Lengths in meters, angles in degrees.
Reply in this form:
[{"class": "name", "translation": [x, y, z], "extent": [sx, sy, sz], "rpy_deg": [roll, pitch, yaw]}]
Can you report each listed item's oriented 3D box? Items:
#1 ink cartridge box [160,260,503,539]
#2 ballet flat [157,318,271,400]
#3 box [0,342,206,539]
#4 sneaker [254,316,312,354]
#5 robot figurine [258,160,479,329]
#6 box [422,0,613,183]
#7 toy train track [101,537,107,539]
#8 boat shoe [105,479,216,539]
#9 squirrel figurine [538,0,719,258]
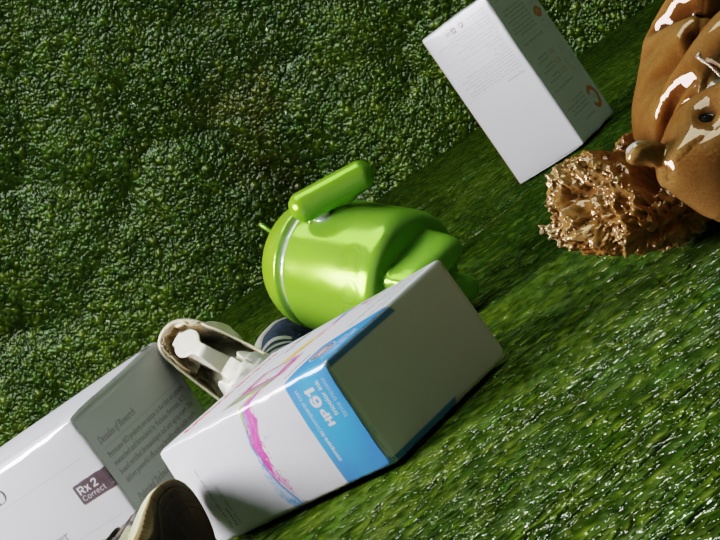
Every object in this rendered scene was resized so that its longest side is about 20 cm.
[{"class": "ink cartridge box", "translation": [-0.022, 0.092, 1.380], "extent": [0.200, 0.085, 0.144], "rpy_deg": [-32, 6, 45]}, {"class": "ballet flat", "translation": [-0.099, 0.084, 1.613], "extent": [0.069, 0.070, 0.200], "rpy_deg": [-37, 34, -20]}, {"class": "box", "translation": [-0.232, 0.185, 1.636], "extent": [0.199, 0.131, 0.200], "rpy_deg": [-34, 5, 21]}, {"class": "sneaker", "translation": [-0.049, 0.085, 1.719], "extent": [0.084, 0.075, 0.200], "rpy_deg": [-35, 15, 23]}, {"class": "robot figurine", "translation": [0.000, 0.000, 1.695], "extent": [0.200, 0.176, 0.116], "rpy_deg": [10, 49, 42]}, {"class": "box", "translation": [0.182, -0.221, 2.306], "extent": [0.097, 0.200, 0.124], "rpy_deg": [-32, 5, 31]}, {"class": "toy train track", "translation": [-0.181, 0.237, 1.379], "extent": [0.114, 0.033, 0.200], "rpy_deg": [-16, 15, 10]}, {"class": "boat shoe", "translation": [-0.144, 0.194, 1.299], "extent": [0.065, 0.073, 0.200], "rpy_deg": [-28, 7, 15]}, {"class": "squirrel figurine", "translation": [0.210, -0.068, 1.258], "extent": [0.200, 0.141, 0.187], "rpy_deg": [-48, 9, 28]}]
